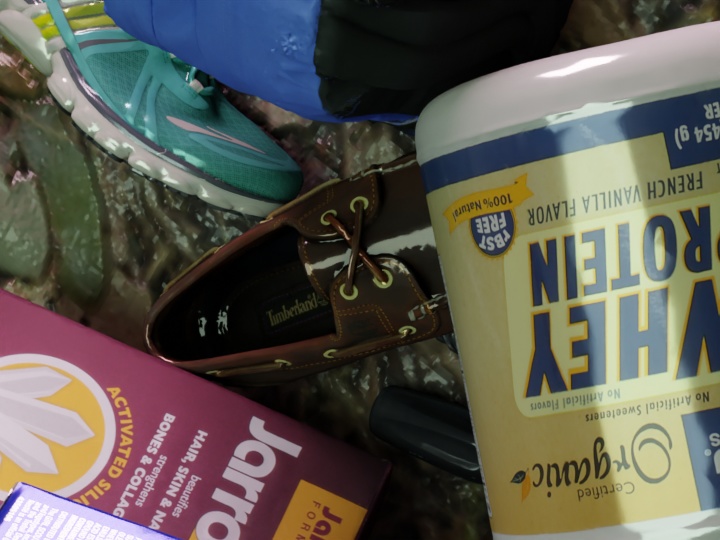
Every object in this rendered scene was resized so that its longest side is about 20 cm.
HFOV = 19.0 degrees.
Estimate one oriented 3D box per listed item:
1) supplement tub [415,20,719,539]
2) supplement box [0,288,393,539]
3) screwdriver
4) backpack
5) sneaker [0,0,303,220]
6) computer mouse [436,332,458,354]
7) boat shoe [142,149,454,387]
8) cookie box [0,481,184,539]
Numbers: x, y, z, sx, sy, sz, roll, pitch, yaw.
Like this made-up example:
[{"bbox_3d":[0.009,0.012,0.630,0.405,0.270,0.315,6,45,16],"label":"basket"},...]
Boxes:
[{"bbox_3d":[0.104,0.029,0.699,0.143,0.144,0.202,-12,88,26],"label":"supplement tub"},{"bbox_3d":[-0.101,0.098,0.850,0.199,0.111,0.086,23,144,5],"label":"supplement box"},{"bbox_3d":[0.092,0.091,0.844,0.199,0.028,0.029,24,139,19],"label":"screwdriver"},{"bbox_3d":[-0.011,-0.134,0.755,0.167,0.200,0.164,19,107,21],"label":"backpack"},{"bbox_3d":[-0.093,-0.100,0.873,0.080,0.077,0.200,-46,79,15],"label":"sneaker"},{"bbox_3d":[0.128,0.028,0.806,0.200,0.053,0.139,46,117,25],"label":"computer mouse"},{"bbox_3d":[0.000,0.000,0.826,0.199,0.070,0.071,-29,73,36],"label":"boat shoe"},{"bbox_3d":[-0.038,0.177,0.748,0.199,0.075,0.172,17,142,16],"label":"cookie box"}]
